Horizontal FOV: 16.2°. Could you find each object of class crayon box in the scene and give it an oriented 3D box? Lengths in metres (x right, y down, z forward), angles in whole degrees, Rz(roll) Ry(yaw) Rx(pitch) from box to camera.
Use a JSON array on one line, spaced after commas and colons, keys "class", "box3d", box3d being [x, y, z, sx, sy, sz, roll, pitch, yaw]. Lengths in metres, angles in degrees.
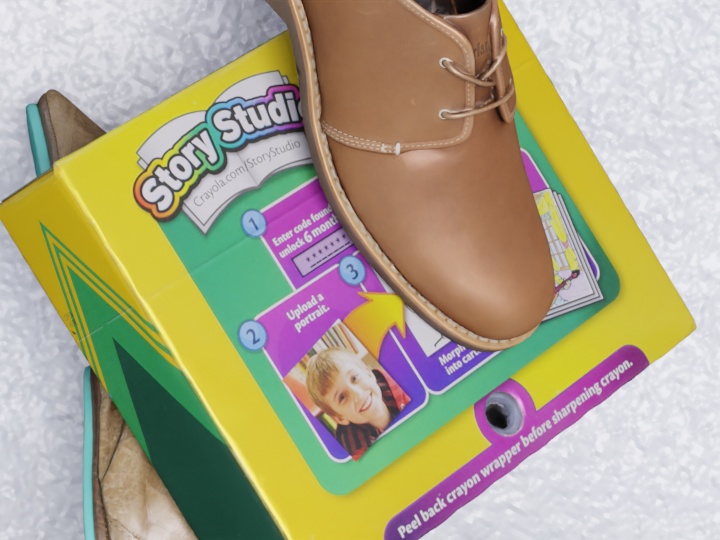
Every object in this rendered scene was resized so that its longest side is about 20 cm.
[{"class": "crayon box", "box3d": [0.000, 0.000, 0.899, 0.200, 0.058, 0.173, -33, 91, -34]}]

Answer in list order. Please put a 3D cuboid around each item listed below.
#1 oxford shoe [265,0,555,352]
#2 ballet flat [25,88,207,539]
[{"class": "oxford shoe", "box3d": [0.023, -0.060, 0.839, 0.071, 0.071, 0.201, -37, 112, -32]}, {"class": "ballet flat", "box3d": [-0.074, 0.023, 0.920, 0.072, 0.068, 0.201, -10, 65, -3]}]
